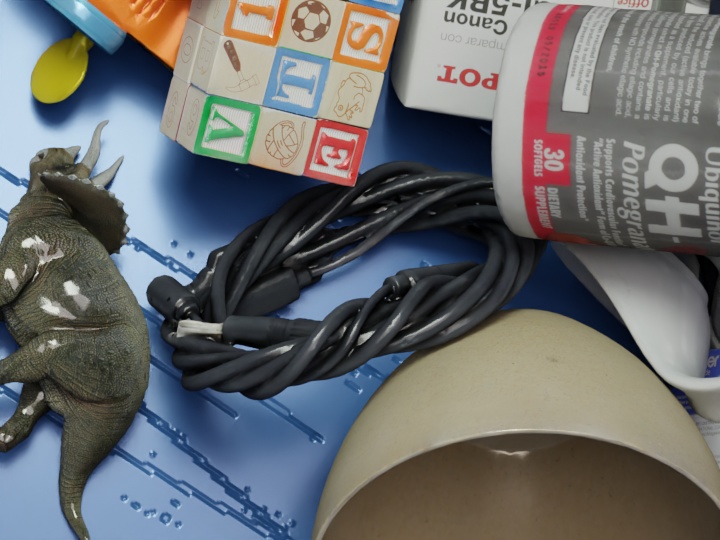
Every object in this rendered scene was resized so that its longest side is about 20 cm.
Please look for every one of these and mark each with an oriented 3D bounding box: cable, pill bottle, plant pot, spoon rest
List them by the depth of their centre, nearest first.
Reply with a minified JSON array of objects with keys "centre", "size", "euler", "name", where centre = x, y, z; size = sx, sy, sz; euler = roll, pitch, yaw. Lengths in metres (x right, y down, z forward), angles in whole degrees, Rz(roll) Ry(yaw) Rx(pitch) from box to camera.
[{"centre":[0.167,-0.060,1.234],"size":[0.199,0.111,0.111],"euler":[6,76,19],"name":"pill bottle"},{"centre":[0.075,0.097,1.279],"size":[0.199,0.201,0.135],"euler":[6,42,-6],"name":"plant pot"},{"centre":[0.150,0.027,1.285],"size":[0.061,0.200,0.099],"euler":[-48,115,-8],"name":"spoon rest"},{"centre":[0.000,0.000,1.292],"size":[0.199,0.163,0.051],"euler":[-18,110,-11],"name":"cable"}]

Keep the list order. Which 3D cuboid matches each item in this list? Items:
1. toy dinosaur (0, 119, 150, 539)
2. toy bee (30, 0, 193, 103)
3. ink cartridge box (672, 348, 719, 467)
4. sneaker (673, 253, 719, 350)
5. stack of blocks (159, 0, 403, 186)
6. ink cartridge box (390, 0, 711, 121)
[{"centre":[-0.143,0.029,1.305],"size":[0.102,0.077,0.201],"euler":[-16,78,-4],"name":"toy dinosaur"},{"centre":[-0.128,-0.159,1.341],"size":[0.130,0.109,0.201],"euler":[-32,112,-9],"name":"toy bee"},{"centre":[0.189,0.136,1.304],"size":[0.042,0.119,0.201],"euler":[13,76,-30],"name":"ink cartridge box"},{"centre":[0.216,0.014,1.327],"size":[0.079,0.130,0.200],"euler":[-21,82,-10],"name":"sneaker"},{"centre":[-0.038,-0.151,1.287],"size":[0.114,0.059,0.201],"euler":[11,100,-23],"name":"stack of blocks"},{"centre":[0.103,-0.171,1.333],"size":[0.146,0.083,0.201],"euler":[8,104,-6],"name":"ink cartridge box"}]
